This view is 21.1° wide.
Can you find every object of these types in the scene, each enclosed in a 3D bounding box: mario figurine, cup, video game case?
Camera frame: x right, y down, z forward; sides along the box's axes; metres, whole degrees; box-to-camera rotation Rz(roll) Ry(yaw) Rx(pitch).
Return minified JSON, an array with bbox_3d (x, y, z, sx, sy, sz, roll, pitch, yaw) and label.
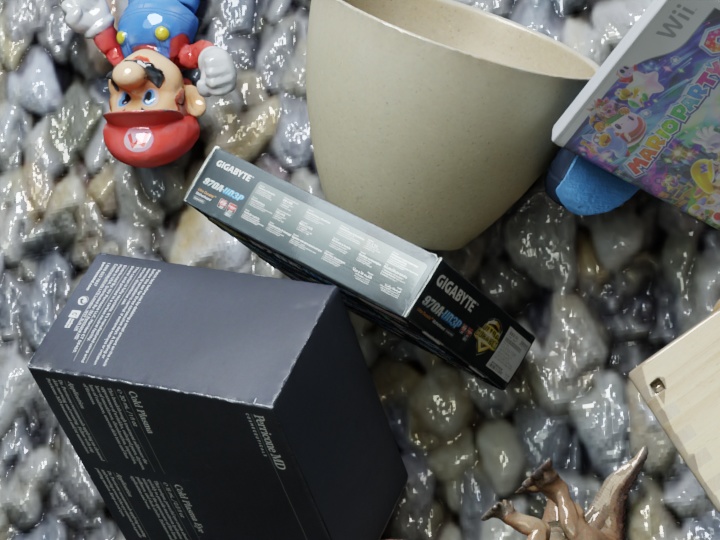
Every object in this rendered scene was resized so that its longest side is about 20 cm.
[{"bbox_3d":[-0.155,-0.173,1.426,0.123,0.106,0.200,-26,55,52],"label":"mario figurine"},{"bbox_3d":[0.044,-0.098,1.294,0.200,0.200,0.143,27,108,26],"label":"cup"},{"bbox_3d":[0.239,-0.086,1.184,0.143,0.200,0.018,-53,17,39],"label":"video game case"}]

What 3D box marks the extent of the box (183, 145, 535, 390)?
[{"bbox_3d":[0.000,0.000,1.278,0.200,0.159,0.046,27,84,34],"label":"box"}]

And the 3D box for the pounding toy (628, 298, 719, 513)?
[{"bbox_3d":[0.262,0.042,1.146,0.184,0.200,0.142,-36,66,11],"label":"pounding toy"}]

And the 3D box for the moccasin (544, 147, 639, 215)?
[{"bbox_3d":[0.196,-0.115,1.264,0.200,0.068,0.081,-33,106,-11],"label":"moccasin"}]

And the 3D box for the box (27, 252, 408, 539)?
[{"bbox_3d":[-0.087,0.101,1.269,0.182,0.200,0.104,9,51,26],"label":"box"}]

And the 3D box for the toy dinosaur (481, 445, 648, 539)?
[{"bbox_3d":[0.128,0.202,1.222,0.200,0.086,0.136,-36,79,-32],"label":"toy dinosaur"}]
